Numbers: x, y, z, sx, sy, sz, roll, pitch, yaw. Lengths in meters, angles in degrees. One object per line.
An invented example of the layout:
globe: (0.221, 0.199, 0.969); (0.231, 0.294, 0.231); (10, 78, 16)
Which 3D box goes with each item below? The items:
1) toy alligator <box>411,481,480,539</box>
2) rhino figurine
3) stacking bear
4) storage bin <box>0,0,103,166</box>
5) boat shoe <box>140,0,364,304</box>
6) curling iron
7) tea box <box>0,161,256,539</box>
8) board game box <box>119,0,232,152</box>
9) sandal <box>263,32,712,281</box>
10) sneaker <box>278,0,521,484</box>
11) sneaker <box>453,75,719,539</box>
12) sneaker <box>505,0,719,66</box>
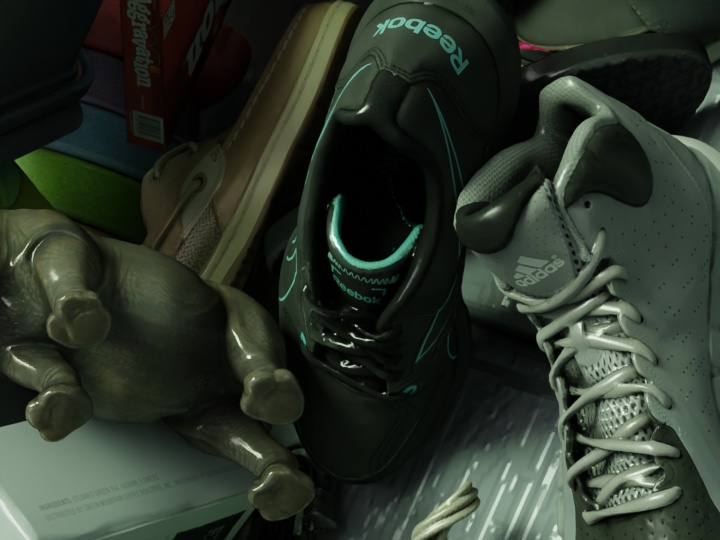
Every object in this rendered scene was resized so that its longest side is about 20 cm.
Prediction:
toy alligator: (-0.017, 0.156, 0.726); (0.200, 0.059, 0.054); (-43, 84, 15)
rhino figurine: (-0.101, 0.013, 0.700); (0.060, 0.199, 0.088); (-57, 29, 13)
stacking bear: (-0.132, -0.014, 0.912); (0.114, 0.120, 0.202); (105, -178, -80)
storage bin: (-0.160, -0.129, 0.756); (0.145, 0.200, 0.135); (38, 115, 8)
boat shoe: (-0.060, -0.022, 0.847); (0.064, 0.071, 0.201); (26, 90, 15)
curling iron: (-0.060, 0.157, 0.789); (0.049, 0.025, 0.202); (13, 77, 54)
tea box: (-0.176, 0.085, 0.793); (0.197, 0.133, 0.201); (48, 118, 22)
board game box: (-0.052, -0.156, 0.843); (0.103, 0.019, 0.201); (98, -170, -59)
sandal: (0.037, -0.048, 0.771); (0.199, 0.075, 0.045); (-27, 56, 39)
sneaker: (0.000, 0.000, 0.714); (0.079, 0.075, 0.201); (-58, -19, -52)
sneaker: (0.067, 0.029, 0.654); (0.075, 0.115, 0.202); (-21, 52, 35)
sneaker: (0.106, -0.128, 0.718); (0.199, 0.106, 0.075); (-18, 54, 42)
